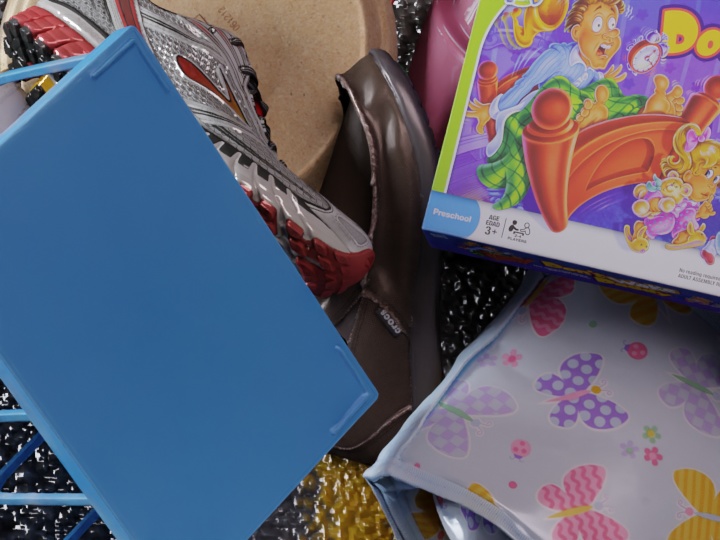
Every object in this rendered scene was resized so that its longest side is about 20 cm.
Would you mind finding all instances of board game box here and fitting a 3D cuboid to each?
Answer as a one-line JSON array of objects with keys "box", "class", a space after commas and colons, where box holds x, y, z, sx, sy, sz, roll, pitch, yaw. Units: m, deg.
[{"box": [0.140, -0.056, 1.256, 0.199, 0.045, 0.135, 13, 82, 10], "class": "board game box"}]

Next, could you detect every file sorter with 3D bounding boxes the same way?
[{"box": [-0.119, 0.022, 1.246, 0.139, 0.123, 0.200, -46, 113, -30], "class": "file sorter"}]

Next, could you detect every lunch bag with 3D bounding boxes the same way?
[{"box": [0.118, 0.105, 1.324, 0.200, 0.127, 0.170, 44, 59, -6], "class": "lunch bag"}]

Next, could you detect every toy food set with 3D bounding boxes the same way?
[{"box": [-0.073, -0.100, 1.382, 0.200, 0.049, 0.198, 32, 83, 12], "class": "toy food set"}]

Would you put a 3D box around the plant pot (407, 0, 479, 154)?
[{"box": [0.139, -0.133, 1.376, 0.199, 0.179, 0.200, 15, 26, -7], "class": "plant pot"}]

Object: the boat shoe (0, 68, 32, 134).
[{"box": [-0.191, 0.000, 1.314, 0.069, 0.071, 0.200, 31, 64, -6], "class": "boat shoe"}]

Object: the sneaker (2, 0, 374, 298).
[{"box": [-0.066, -0.068, 1.296, 0.200, 0.078, 0.082, 43, 65, 15], "class": "sneaker"}]

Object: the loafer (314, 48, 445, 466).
[{"box": [0.000, 0.000, 1.325, 0.071, 0.073, 0.201, -4, 102, -8], "class": "loafer"}]
